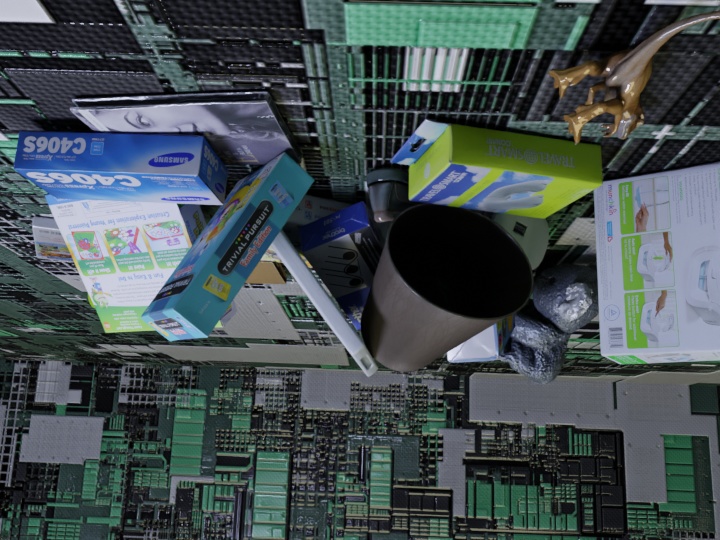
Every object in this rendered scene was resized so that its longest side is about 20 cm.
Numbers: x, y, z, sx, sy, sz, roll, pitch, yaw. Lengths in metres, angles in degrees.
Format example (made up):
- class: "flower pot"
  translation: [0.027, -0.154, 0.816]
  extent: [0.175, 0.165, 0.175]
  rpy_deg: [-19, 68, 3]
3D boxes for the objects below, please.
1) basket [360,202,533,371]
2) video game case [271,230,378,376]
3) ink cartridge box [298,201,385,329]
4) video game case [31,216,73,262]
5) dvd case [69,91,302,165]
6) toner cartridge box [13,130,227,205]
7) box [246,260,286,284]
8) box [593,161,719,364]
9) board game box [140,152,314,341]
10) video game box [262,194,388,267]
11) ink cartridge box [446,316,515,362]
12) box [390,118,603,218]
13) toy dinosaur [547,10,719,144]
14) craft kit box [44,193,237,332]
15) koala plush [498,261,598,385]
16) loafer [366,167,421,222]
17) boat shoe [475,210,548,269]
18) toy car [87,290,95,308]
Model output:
- class: "basket"
  translation: [0.080, 0.033, 0.903]
  extent: [0.176, 0.139, 0.201]
  rpy_deg: [16, 149, -13]
- class: "video game case"
  translation: [-0.050, 0.037, 0.959]
  extent: [0.024, 0.201, 0.182]
  rpy_deg: [-36, 164, -4]
- class: "ink cartridge box"
  translation: [0.000, 0.000, 1.000]
  extent: [0.092, 0.045, 0.201]
  rpy_deg: [-21, 142, 10]
- class: "video game case"
  translation: [-0.445, -0.042, 1.203]
  extent: [0.140, 0.019, 0.200]
  rpy_deg: [7, 165, -20]
- class: "dvd case"
  translation: [-0.170, -0.140, 0.771]
  extent: [0.194, 0.016, 0.149]
  rpy_deg: [1, 166, 8]
- class: "toner cartridge box"
  translation: [-0.248, -0.107, 0.794]
  extent: [0.194, 0.044, 0.095]
  rpy_deg: [3, 168, 7]
- class: "box"
  translation: [-0.234, -0.005, 1.303]
  extent: [0.194, 0.022, 0.164]
  rpy_deg: [1, 166, 3]
- class: "box"
  translation: [0.360, -0.005, 0.841]
  extent: [0.173, 0.205, 0.096]
  rpy_deg: [-8, 164, 31]
- class: "board game box"
  translation: [-0.146, -0.022, 0.813]
  extent: [0.047, 0.202, 0.150]
  rpy_deg: [39, 157, -18]
- class: "video game box"
  translation: [-0.085, -0.053, 1.046]
  extent: [0.178, 0.048, 0.199]
  rpy_deg: [12, 163, -27]
- class: "ink cartridge box"
  translation: [0.172, 0.033, 1.071]
  extent: [0.074, 0.140, 0.200]
  rpy_deg: [-4, -170, 18]
- class: "box"
  translation: [0.140, -0.104, 0.801]
  extent: [0.195, 0.049, 0.122]
  rpy_deg: [5, 165, -16]
- class: "toy dinosaur"
  translation: [0.210, -0.157, 0.596]
  extent: [0.104, 0.062, 0.200]
  rpy_deg: [-24, 169, 2]
- class: "craft kit box"
  translation: [-0.270, -0.021, 0.935]
  extent: [0.195, 0.202, 0.049]
  rpy_deg: [-4, -157, 25]
- class: "koala plush"
  translation: [0.312, 0.063, 1.211]
  extent: [0.199, 0.186, 0.176]
  rpy_deg: [-40, 169, 33]
- class: "loafer"
  translation: [0.073, -0.066, 0.926]
  extent: [0.071, 0.065, 0.198]
  rpy_deg: [-9, 162, 38]
- class: "boat shoe"
  translation: [0.185, -0.054, 0.977]
  extent: [0.069, 0.072, 0.198]
  rpy_deg: [23, -177, 35]
- class: "toy car"
  translation: [-0.280, -0.021, 1.105]
  extent: [0.160, 0.162, 0.200]
  rpy_deg: [8, -166, 4]
